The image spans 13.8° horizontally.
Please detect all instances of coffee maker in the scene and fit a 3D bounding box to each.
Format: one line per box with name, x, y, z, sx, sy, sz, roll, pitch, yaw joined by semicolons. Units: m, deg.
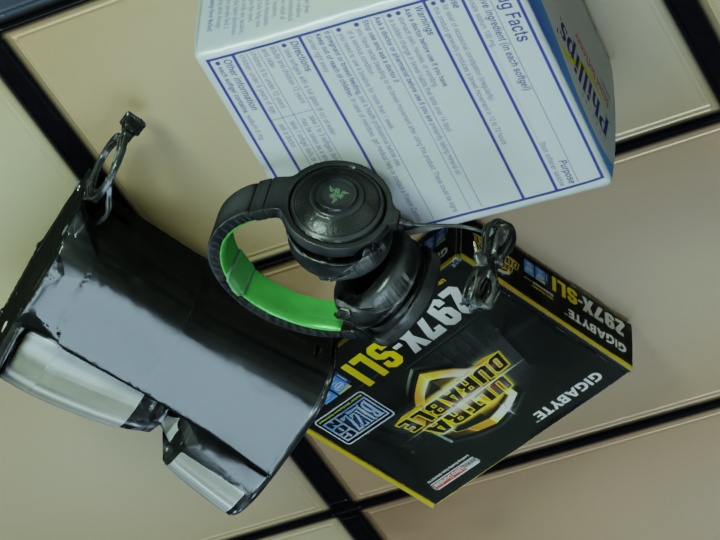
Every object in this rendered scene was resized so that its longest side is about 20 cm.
coffee maker;-0.115;0.038;1.888;0.199;0.135;0.192;28;135;-12

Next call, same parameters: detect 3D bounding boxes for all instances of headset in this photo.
headset;0.000;0.000;1.743;0.199;0.094;0.124;-9;137;30

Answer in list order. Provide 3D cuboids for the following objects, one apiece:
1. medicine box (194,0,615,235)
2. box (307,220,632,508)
medicine box;0.030;-0.122;1.755;0.199;0.103;0.182;-15;134;17
box;0.057;0.063;1.987;0.159;0.050;0.200;34;129;-26
